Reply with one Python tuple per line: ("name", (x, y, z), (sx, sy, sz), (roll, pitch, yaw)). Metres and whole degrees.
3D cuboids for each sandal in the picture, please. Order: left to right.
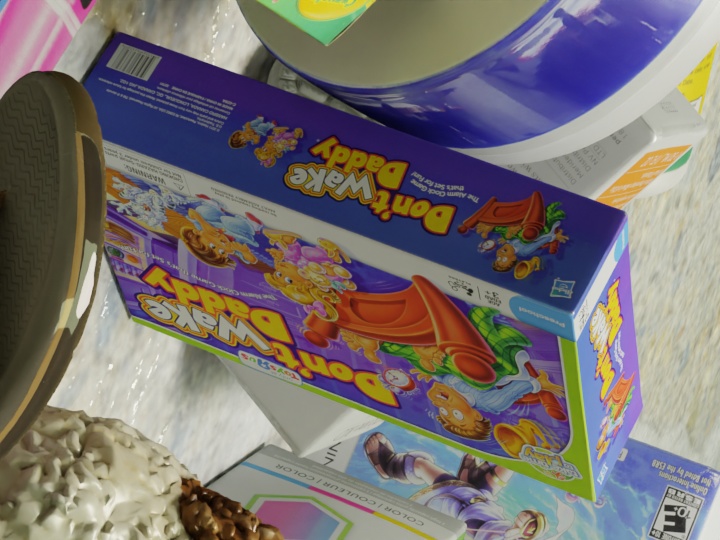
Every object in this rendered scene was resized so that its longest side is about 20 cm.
("sandal", (-0.138, 0.030, 0.753), (0.054, 0.082, 0.200), (27, 107, -41))

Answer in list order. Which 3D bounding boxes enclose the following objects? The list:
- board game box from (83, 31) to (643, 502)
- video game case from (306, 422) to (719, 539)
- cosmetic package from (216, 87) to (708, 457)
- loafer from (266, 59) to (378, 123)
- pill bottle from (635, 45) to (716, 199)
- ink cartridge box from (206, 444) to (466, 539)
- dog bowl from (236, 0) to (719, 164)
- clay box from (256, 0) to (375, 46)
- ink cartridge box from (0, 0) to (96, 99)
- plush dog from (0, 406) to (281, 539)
("board game box", (0.000, 0.000, 0.959), (0.045, 0.199, 0.135), (-60, 157, -25))
("video game case", (0.049, 0.148, 1.227), (0.182, 0.199, 0.045), (-68, 157, -9))
("cosmetic package", (0.040, -0.017, 1.099), (0.200, 0.071, 0.101), (-42, 171, 19))
("loafer", (0.018, -0.092, 1.134), (0.200, 0.075, 0.070), (-38, 166, -41))
("pill bottle", (0.122, -0.145, 1.274), (0.113, 0.112, 0.201), (-34, 139, -58))
("ink cartridge box", (-0.043, 0.145, 1.124), (0.200, 0.103, 0.060), (-31, 136, -60))
("dog bowl", (0.047, -0.143, 0.937), (0.079, 0.199, 0.201), (23, 87, -47))
("clay box", (-0.052, -0.136, 0.814), (0.048, 0.115, 0.200), (-42, 162, 7))
("ink cartridge box", (-0.144, -0.042, 0.787), (0.201, 0.037, 0.095), (-59, 158, -23))
("plush dog", (-0.105, 0.120, 0.871), (0.161, 0.199, 0.173), (-101, -156, -55))
